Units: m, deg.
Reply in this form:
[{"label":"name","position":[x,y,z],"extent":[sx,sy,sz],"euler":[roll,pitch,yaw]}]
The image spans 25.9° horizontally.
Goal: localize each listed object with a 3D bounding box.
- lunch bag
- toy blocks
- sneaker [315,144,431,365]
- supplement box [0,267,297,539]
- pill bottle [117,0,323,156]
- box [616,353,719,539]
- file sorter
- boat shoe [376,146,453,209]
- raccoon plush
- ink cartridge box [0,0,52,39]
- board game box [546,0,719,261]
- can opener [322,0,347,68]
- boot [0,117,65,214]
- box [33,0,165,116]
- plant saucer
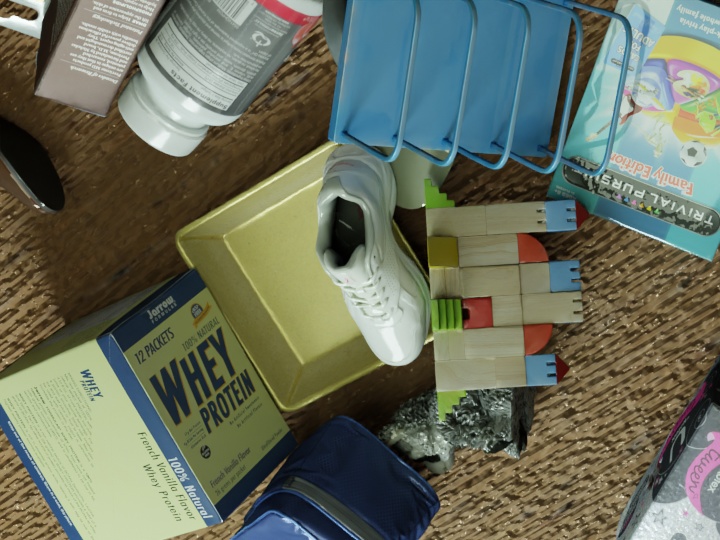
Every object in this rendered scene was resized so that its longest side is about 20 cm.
[{"label":"lunch bag","position":[-0.035,0.241,1.432],"extent":[0.136,0.132,0.200],"euler":[40,149,0]},{"label":"toy blocks","position":[0.127,0.022,1.311],"extent":[0.135,0.100,0.202],"euler":[-3,86,4]},{"label":"sneaker","position":[0.000,0.000,1.329],"extent":[0.077,0.099,0.201],"euler":[-11,110,24]},{"label":"supplement box","position":[-0.206,0.137,1.454],"extent":[0.199,0.134,0.201],"euler":[-22,103,38]},{"label":"pill bottle","position":[-0.122,-0.196,1.344],"extent":[0.111,0.111,0.200],"euler":[42,116,-1]},{"label":"box","position":[0.315,0.199,1.353],"extent":[0.131,0.115,0.201],"euler":[28,115,5]},{"label":"file sorter","position":[0.096,-0.151,1.228],"extent":[0.198,0.123,0.140],"euler":[2,107,-25]},{"label":"boat shoe","position":[0.060,-0.153,1.330],"extent":[0.073,0.063,0.203],"euler":[12,109,14]},{"label":"raccoon plush","position":[0.087,0.087,1.410],"extent":[0.133,0.097,0.202],"euler":[4,85,20]},{"label":"ink cartridge box","position":[-0.284,-0.300,1.362],"extent":[0.161,0.057,0.200],"euler":[18,138,-22]},{"label":"board game box","position":[0.258,-0.129,1.288],"extent":[0.150,0.047,0.201],"euler":[22,114,9]},{"label":"can opener","position":[-0.015,-0.255,1.284],"extent":[0.052,0.066,0.201],"euler":[-27,74,31]},{"label":"boot","position":[-0.396,-0.067,1.500],"extent":[0.187,0.064,0.200],"euler":[49,113,10]},{"label":"box","position":[-0.211,-0.238,1.327],"extent":[0.074,0.101,0.200],"euler":[18,135,-23]},{"label":"plant saucer","position":[-0.038,0.002,1.426],"extent":[0.199,0.048,0.201],"euler":[-28,100,24]}]
